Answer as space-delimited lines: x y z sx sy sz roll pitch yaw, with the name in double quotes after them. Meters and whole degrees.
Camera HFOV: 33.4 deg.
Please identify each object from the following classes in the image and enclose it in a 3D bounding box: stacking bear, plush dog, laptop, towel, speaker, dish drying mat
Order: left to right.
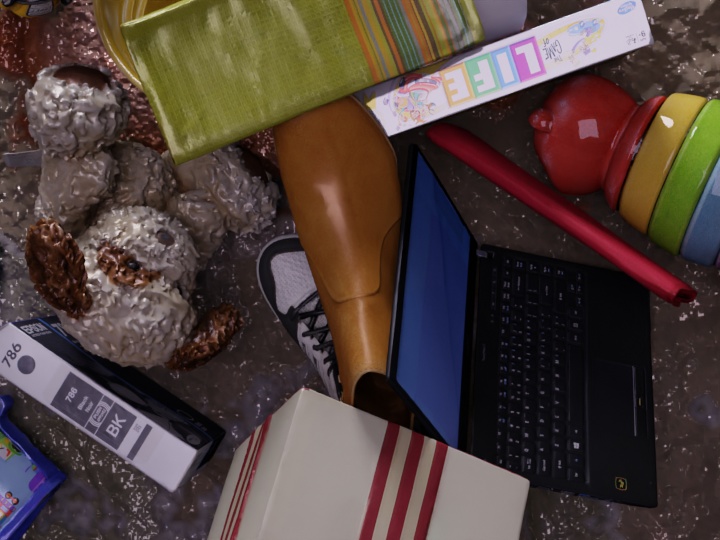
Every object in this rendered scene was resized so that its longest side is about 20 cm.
-0.162 -0.014 0.808 0.160 0.199 0.173 -39 43 29 "plush dog"
-0.030 -0.136 0.681 0.198 0.018 0.087 -24 89 -10 "towel"
0.000 -0.157 0.737 0.198 0.081 0.082 -20 89 -11 "speaker"
0.109 0.035 0.762 0.197 0.104 0.179 11 56 -5 "laptop"
0.133 -0.038 0.801 0.199 0.077 0.018 38 102 22 "dish drying mat"
0.208 -0.066 0.804 0.198 0.121 0.115 26 127 17 "stacking bear"

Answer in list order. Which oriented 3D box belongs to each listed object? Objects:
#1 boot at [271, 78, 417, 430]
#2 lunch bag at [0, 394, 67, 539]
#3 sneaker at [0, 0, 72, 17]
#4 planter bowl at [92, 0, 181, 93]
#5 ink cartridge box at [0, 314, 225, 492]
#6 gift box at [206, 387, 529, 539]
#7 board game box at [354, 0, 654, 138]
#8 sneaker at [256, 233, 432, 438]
-0.001 0.001 0.720 0.070 0.202 0.145 -14 45 8 "boot"
-0.326 0.167 0.875 0.150 0.094 0.201 41 90 2 "lunch bag"
-0.210 -0.216 0.816 0.077 0.199 0.083 -3 99 -24 "sneaker"
-0.081 -0.167 0.828 0.197 0.084 0.203 2 65 -5 "planter bowl"
-0.194 0.081 0.852 0.199 0.099 0.040 32 94 3 "ink cartridge box"
-0.029 0.201 0.731 0.198 0.185 0.189 20 62 -8 "gift box"
0.085 -0.129 0.800 0.197 0.134 0.035 -19 95 7 "board game box"
-0.002 0.054 0.838 0.075 0.088 0.200 -41 85 7 "sneaker"
